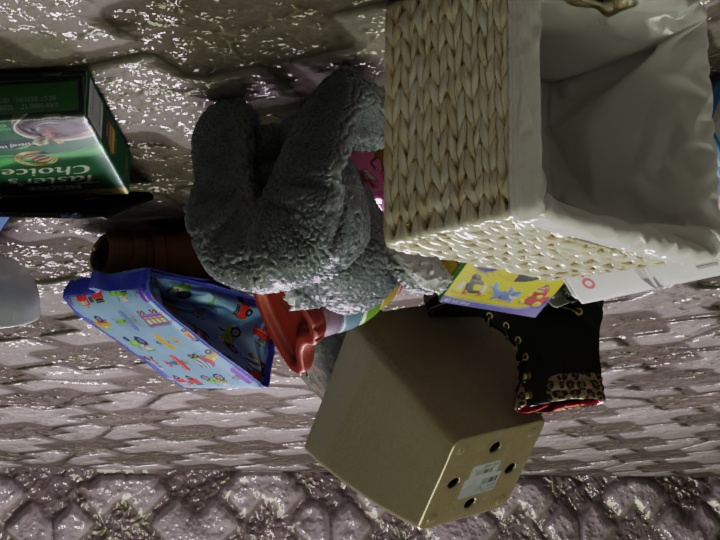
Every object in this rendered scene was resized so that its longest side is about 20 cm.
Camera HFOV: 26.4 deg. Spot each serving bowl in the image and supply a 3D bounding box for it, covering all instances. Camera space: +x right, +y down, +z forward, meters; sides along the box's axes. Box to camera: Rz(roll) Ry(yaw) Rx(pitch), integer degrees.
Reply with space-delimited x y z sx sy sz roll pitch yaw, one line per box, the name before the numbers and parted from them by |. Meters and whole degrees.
serving bowl | -0.429 0.007 1.589 0.199 0.066 0.200 8 -171 -1

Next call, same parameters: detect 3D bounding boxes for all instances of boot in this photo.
boot | 0.170 0.077 1.654 0.199 0.152 0.073 -5 165 7
boot | -0.186 -0.024 1.596 0.154 0.077 0.200 9 169 -25

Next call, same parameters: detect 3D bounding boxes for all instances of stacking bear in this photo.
stacking bear | 0.000 0.000 1.549 0.199 0.114 0.122 -26 161 -24

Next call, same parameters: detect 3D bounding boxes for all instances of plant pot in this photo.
plant pot | 0.087 0.170 1.715 0.199 0.177 0.201 -8 131 -37

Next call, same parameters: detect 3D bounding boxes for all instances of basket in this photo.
basket | 0.133 -0.101 1.086 0.197 0.201 0.160 11 162 -40

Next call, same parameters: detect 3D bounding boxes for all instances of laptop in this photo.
laptop | -0.305 -0.016 1.405 0.199 0.104 0.177 1 -171 5

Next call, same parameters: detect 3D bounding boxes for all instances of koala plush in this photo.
koala plush | -0.032 -0.030 1.264 0.176 0.185 0.200 -9 146 29

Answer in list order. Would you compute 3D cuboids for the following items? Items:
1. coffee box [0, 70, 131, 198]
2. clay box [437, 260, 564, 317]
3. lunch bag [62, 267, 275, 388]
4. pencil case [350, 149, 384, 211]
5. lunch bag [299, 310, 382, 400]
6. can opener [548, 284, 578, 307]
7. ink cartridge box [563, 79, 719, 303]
coffee box | -0.267 -0.110 1.283 0.122 0.044 0.200 -2 165 0
clay box | 0.165 -0.036 1.485 0.114 0.048 0.200 9 140 -22
lunch bag | -0.203 0.049 1.585 0.200 0.095 0.150 28 158 -39
pencil case | -0.034 -0.077 1.373 0.199 0.083 0.086 -8 -172 19
lunch bag | -0.020 0.093 1.829 0.118 0.164 0.200 -50 141 6
can opener | 0.273 -0.021 1.596 0.199 0.054 0.067 -23 -177 -1
ink cartridge box | 0.252 -0.065 1.334 0.199 0.084 0.145 -14 122 37
